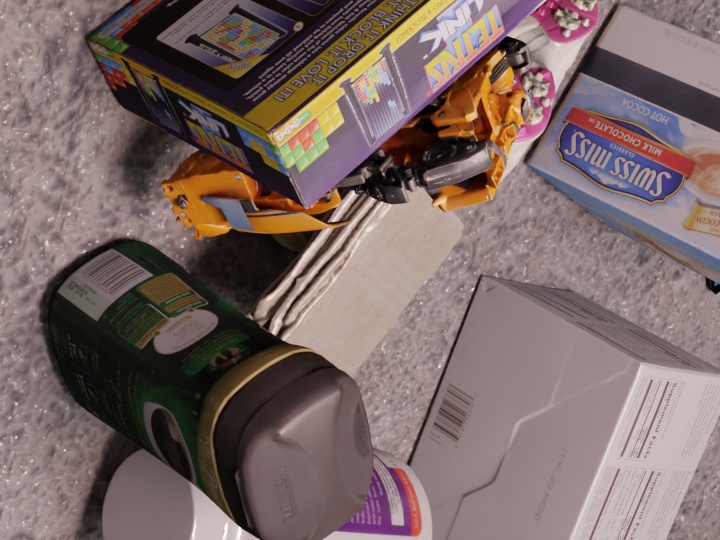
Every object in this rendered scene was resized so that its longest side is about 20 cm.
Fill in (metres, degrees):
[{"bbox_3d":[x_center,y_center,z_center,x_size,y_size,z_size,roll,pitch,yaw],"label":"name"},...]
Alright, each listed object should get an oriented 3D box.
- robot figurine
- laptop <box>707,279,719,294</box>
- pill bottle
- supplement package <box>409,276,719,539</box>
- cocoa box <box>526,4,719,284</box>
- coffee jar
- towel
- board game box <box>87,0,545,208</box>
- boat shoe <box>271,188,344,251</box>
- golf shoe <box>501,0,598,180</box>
[{"bbox_3d":[0.001,-0.071,1.024,0.145,0.200,0.058,-66,143,-46],"label":"robot figurine"},{"bbox_3d":[0.359,-0.077,1.451,0.177,0.200,0.103,-30,94,-25],"label":"laptop"},{"bbox_3d":[-0.058,0.158,1.180,0.200,0.111,0.111,13,103,-47],"label":"pill bottle"},{"bbox_3d":[0.134,0.128,1.318,0.111,0.156,0.200,10,105,-45],"label":"supplement package"},{"bbox_3d":[0.240,-0.068,1.275,0.133,0.200,0.131,31,90,-48],"label":"cocoa box"},{"bbox_3d":[-0.080,0.066,1.038,0.085,0.200,0.104,-34,133,-26],"label":"coffee jar"},{"bbox_3d":[0.000,0.000,1.150,0.133,0.034,0.200,-51,164,-1],"label":"towel"},{"bbox_3d":[-0.017,-0.138,1.009,0.200,0.165,0.057,-41,135,-19],"label":"board game box"},{"bbox_3d":[0.008,-0.099,1.133,0.073,0.063,0.201,26,93,-48],"label":"boat shoe"},{"bbox_3d":[0.088,-0.120,1.173,0.200,0.075,0.092,-59,176,-46],"label":"golf shoe"}]
